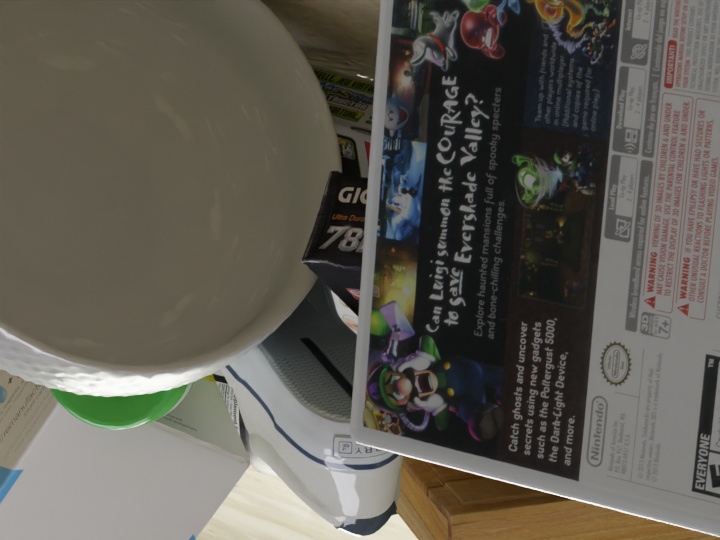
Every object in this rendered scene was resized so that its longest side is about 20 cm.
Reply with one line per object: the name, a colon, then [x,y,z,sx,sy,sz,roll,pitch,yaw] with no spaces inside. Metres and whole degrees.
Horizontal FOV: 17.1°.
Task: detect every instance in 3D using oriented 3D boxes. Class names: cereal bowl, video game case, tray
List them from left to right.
cereal bowl: [-0.112,-0.038,0.990,0.199,0.201,0.083,24,150,-15]
video game case: [0.083,-0.015,0.872,0.181,0.201,0.023,12,-164,30]
tray: [0.123,0.098,1.106,0.199,0.037,0.099,-5,-164,-14]

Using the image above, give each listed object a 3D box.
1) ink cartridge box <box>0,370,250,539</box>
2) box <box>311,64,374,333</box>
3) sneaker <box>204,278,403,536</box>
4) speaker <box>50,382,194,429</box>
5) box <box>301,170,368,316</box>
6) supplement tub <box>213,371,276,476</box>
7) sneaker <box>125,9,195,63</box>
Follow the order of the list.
ink cartridge box: [-0.170,0.080,1.382,0.125,0.129,0.200,25,-160,-32]
box: [0.000,0.000,1.125,0.110,0.035,0.201,18,135,29]
sneaker: [-0.038,0.044,1.048,0.073,0.071,0.200,-6,-149,-19]
speaker: [-0.109,0.019,1.295,0.088,0.089,0.200,19,-162,4]
box: [0.106,0.030,0.988,0.198,0.050,0.200,8,157,32]
supplement tub: [-0.085,0.058,1.511,0.199,0.123,0.123,14,165,25]
sneaker: [-0.121,-0.060,1.133,0.070,0.109,0.200,23,166,-13]
